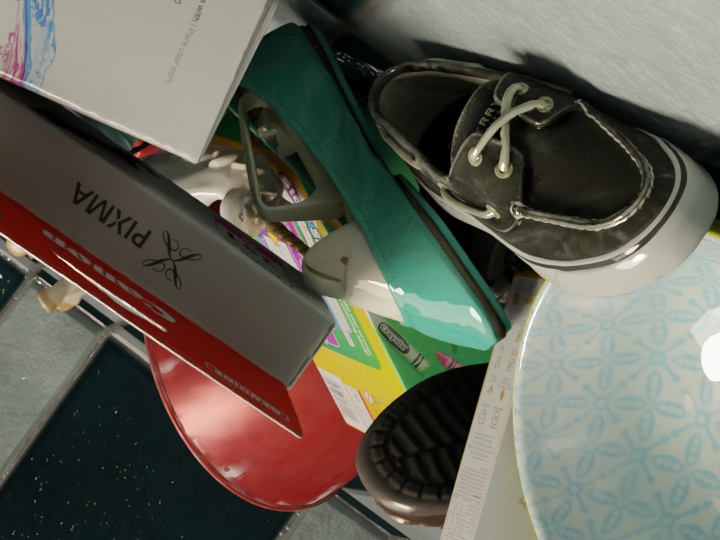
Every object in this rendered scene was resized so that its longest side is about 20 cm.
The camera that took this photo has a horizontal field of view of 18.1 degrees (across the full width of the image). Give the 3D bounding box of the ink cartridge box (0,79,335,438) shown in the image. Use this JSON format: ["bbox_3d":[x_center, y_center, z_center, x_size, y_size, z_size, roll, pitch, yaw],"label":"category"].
[{"bbox_3d":[-0.100,-0.017,0.987,0.200,0.044,0.174,35,-176,-12],"label":"ink cartridge box"}]

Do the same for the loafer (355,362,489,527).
[{"bbox_3d":[0.085,0.085,1.101,0.073,0.199,0.071,59,149,28],"label":"loafer"}]

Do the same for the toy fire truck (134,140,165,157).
[{"bbox_3d":[-0.205,-0.127,1.405,0.199,0.049,0.142,-7,104,41],"label":"toy fire truck"}]

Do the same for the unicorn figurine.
[{"bbox_3d":[-0.108,-0.026,1.163,0.074,0.137,0.200,62,178,-22],"label":"unicorn figurine"}]

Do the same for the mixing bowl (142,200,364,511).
[{"bbox_3d":[-0.022,0.032,1.337,0.108,0.201,0.200,-23,130,35],"label":"mixing bowl"}]

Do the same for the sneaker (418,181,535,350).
[{"bbox_3d":[0.076,-0.008,1.113,0.079,0.075,0.200,46,170,27],"label":"sneaker"}]

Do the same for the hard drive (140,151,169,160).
[{"bbox_3d":[-0.148,-0.095,1.487,0.200,0.042,0.135,32,170,21],"label":"hard drive"}]

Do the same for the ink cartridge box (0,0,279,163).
[{"bbox_3d":[-0.144,-0.126,0.972,0.199,0.084,0.145,24,-176,-9],"label":"ink cartridge box"}]

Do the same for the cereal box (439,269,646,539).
[{"bbox_3d":[0.111,0.115,1.036,0.143,0.201,0.039,16,177,-23],"label":"cereal box"}]

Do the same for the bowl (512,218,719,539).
[{"bbox_3d":[0.167,0.070,0.940,0.107,0.201,0.200,-10,-159,-35],"label":"bowl"}]

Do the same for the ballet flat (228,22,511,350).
[{"bbox_3d":[-0.007,-0.027,1.040,0.200,0.070,0.067,57,173,28],"label":"ballet flat"}]

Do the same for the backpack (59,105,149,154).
[{"bbox_3d":[-0.171,-0.121,1.142,0.176,0.154,0.200,42,163,-10],"label":"backpack"}]

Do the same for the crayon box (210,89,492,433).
[{"bbox_3d":[0.000,0.000,1.191,0.119,0.058,0.201,20,140,61],"label":"crayon box"}]

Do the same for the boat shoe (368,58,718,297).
[{"bbox_3d":[0.065,-0.044,0.926,0.064,0.071,0.200,40,171,-32],"label":"boat shoe"}]
